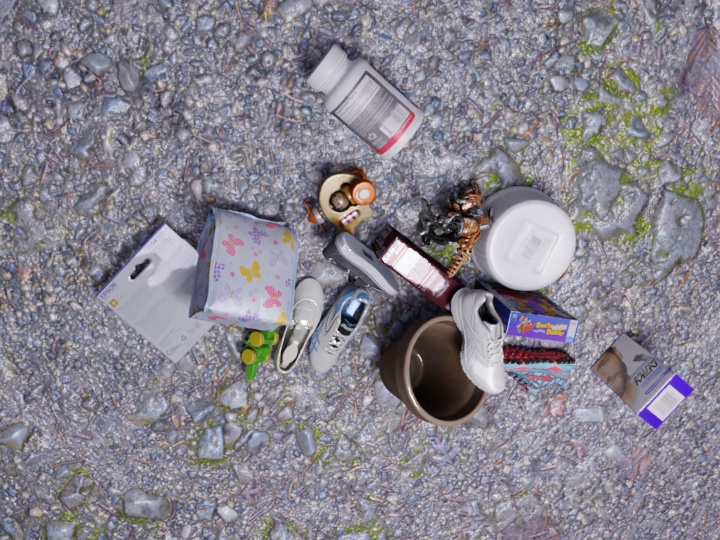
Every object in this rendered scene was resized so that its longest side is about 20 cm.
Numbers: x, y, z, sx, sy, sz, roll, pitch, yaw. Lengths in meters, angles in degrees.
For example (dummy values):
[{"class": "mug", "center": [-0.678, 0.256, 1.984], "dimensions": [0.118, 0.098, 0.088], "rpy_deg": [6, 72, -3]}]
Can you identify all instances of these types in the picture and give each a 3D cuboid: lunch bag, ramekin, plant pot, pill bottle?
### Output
[{"class": "lunch bag", "center": [-0.208, -0.002, 1.168], "dimensions": [0.169, 0.127, 0.202], "rpy_deg": [12, 73, -29]}, {"class": "ramekin", "center": [0.318, -0.058, 1.251], "dimensions": [0.199, 0.098, 0.202], "rpy_deg": [-2, 106, -7]}, {"class": "plant pot", "center": [0.126, 0.193, 1.245], "dimensions": [0.199, 0.174, 0.202], "rpy_deg": [5, 80, -26]}, {"class": "pill bottle", "center": [0.005, -0.300, 1.131], "dimensions": [0.200, 0.111, 0.111], "rpy_deg": [38, 99, -16]}]

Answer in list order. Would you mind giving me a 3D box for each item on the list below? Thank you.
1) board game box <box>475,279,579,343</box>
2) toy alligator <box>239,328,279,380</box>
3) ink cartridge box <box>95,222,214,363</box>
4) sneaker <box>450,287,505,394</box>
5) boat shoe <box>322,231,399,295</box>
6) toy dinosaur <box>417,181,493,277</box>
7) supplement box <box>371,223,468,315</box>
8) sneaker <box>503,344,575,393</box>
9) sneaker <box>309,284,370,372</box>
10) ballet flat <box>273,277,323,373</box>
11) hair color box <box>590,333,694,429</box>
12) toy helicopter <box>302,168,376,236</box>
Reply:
[{"class": "board game box", "center": [0.312, 0.076, 1.236], "dimensions": [0.133, 0.200, 0.045], "rpy_deg": [9, 104, -10]}, {"class": "toy alligator", "center": [-0.195, 0.121, 1.263], "dimensions": [0.054, 0.059, 0.201], "rpy_deg": [31, 102, 27]}, {"class": "ink cartridge box", "center": [-0.359, 0.042, 1.222], "dimensions": [0.196, 0.043, 0.200], "rpy_deg": [-44, 104, 5]}, {"class": "sneaker", "center": [0.223, 0.128, 1.158], "dimensions": [0.074, 0.087, 0.201], "rpy_deg": [-19, 92, -26]}, {"class": "boat shoe", "center": [0.000, 0.000, 1.221], "dimensions": [0.066, 0.070, 0.200], "rpy_deg": [-30, 141, 20]}, {"class": "toy dinosaur", "center": [0.178, -0.085, 1.194], "dimensions": [0.135, 0.201, 0.103], "rpy_deg": [6, 129, 13]}, {"class": "supplement box", "center": [0.120, 0.001, 1.237], "dimensions": [0.200, 0.109, 0.061], "rpy_deg": [37, 99, -15]}, {"class": "sneaker", "center": [0.353, 0.217, 1.347], "dimensions": [0.198, 0.079, 0.096], "rpy_deg": [5, 108, -9]}, {"class": "sneaker", "center": [-0.044, 0.119, 1.270], "dimensions": [0.072, 0.073, 0.201], "rpy_deg": [25, 103, -15]}, {"class": "ballet flat", "center": [-0.120, 0.115, 1.262], "dimensions": [0.069, 0.069, 0.201], "rpy_deg": [19, 103, -12]}, {"class": "hair color box", "center": [0.569, 0.221, 1.311], "dimensions": [0.065, 0.200, 0.109], "rpy_deg": [37, 99, -14]}, {"class": "toy helicopter", "center": [-0.039, -0.089, 1.211], "dimensions": [0.131, 0.079, 0.201], "rpy_deg": [-11, 120, -11]}]
